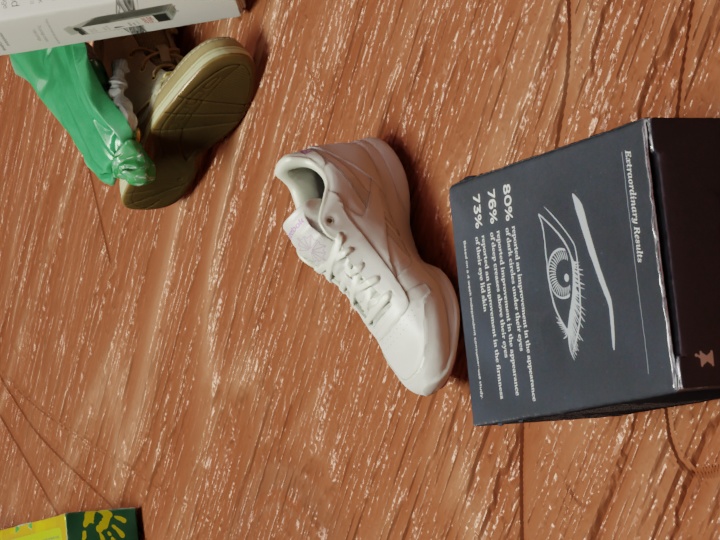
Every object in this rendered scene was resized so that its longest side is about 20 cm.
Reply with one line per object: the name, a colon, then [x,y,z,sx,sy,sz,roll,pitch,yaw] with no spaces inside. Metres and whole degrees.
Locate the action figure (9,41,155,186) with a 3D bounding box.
action figure: [-0.211,-0.136,1.781,0.200,0.055,0.118,58,142,34]

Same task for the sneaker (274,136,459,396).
sneaker: [0.000,0.000,1.521,0.075,0.099,0.200,-54,49,43]

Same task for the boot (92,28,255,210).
boot: [-0.155,-0.162,1.804,0.200,0.072,0.155,-52,47,48]

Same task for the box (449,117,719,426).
box: [0.149,0.005,1.264,0.200,0.104,0.148,-15,79,58]

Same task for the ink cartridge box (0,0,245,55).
ink cartridge box: [-0.198,-0.257,1.728,0.083,0.200,0.147,76,-176,-78]

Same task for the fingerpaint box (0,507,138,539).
fingerpaint box: [-0.258,0.303,2.000,0.200,0.073,0.167,-22,72,58]
